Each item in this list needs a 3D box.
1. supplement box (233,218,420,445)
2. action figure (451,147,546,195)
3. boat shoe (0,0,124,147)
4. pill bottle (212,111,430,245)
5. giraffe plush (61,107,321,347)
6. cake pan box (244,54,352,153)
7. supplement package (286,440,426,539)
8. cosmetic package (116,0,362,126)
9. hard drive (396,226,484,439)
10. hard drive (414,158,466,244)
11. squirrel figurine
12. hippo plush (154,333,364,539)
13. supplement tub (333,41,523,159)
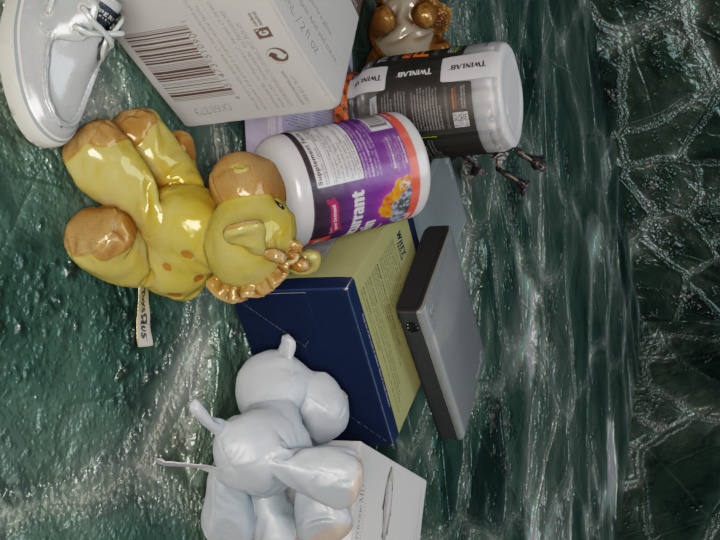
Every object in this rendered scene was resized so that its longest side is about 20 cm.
[{"bbox_3d":[-0.016,0.050,1.021,0.200,0.133,0.201,-58,140,-51],"label":"supplement box"},{"bbox_3d":[0.219,-0.209,1.610,0.199,0.102,0.119,30,86,-18],"label":"action figure"},{"bbox_3d":[-0.210,-0.192,0.677,0.070,0.071,0.202,22,68,-63],"label":"boat shoe"},{"bbox_3d":[-0.040,-0.086,0.918,0.199,0.111,0.112,-16,105,-25],"label":"pill bottle"},{"bbox_3d":[-0.125,-0.037,0.756,0.172,0.161,0.202,-38,122,-61],"label":"giraffe plush"},{"bbox_3d":[-0.066,-0.201,1.042,0.200,0.052,0.186,-5,90,-66],"label":"cake pan box"},{"bbox_3d":[-0.017,0.264,1.018,0.200,0.116,0.118,44,49,-56],"label":"supplement package"},{"bbox_3d":[-0.104,-0.262,0.825,0.165,0.164,0.201,53,41,-52],"label":"cosmetic package"},{"bbox_3d":[0.095,0.072,1.047,0.140,0.033,0.201,-67,147,-44],"label":"hard drive"},{"bbox_3d":[0.093,-0.063,1.260,0.201,0.033,0.140,-65,143,-46],"label":"hard drive"},{"bbox_3d":[0.058,-0.343,1.272,0.200,0.141,0.188,-31,106,-78],"label":"squirrel figurine"},{"bbox_3d":[-0.091,0.163,0.890,0.199,0.160,0.161,27,31,-16],"label":"hippo plush"},{"bbox_3d":[0.077,-0.188,1.061,0.122,0.199,0.124,-2,90,-68],"label":"supplement tub"}]
